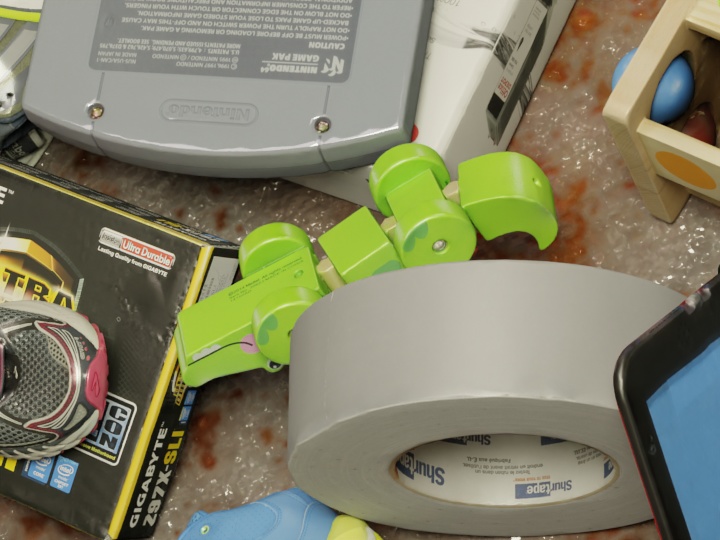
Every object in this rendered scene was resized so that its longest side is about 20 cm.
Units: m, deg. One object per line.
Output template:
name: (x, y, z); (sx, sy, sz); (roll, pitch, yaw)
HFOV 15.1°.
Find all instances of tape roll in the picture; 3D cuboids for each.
tape roll: (0.066, 0.063, 1.249); (0.200, 0.200, 0.066); (-6, 67, 15)

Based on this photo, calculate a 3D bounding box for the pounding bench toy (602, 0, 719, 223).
pounding bench toy: (0.228, -0.111, 1.317); (0.156, 0.124, 0.200); (25, 77, 26)

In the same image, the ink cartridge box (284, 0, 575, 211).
ink cartridge box: (0.022, -0.135, 1.416); (0.147, 0.083, 0.200); (20, 75, 23)

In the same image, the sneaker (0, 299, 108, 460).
sneaker: (-0.216, 0.051, 1.349); (0.200, 0.075, 0.081); (3, 88, 24)

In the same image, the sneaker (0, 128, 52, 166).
sneaker: (-0.230, -0.071, 1.479); (0.200, 0.076, 0.081); (-35, 71, 2)

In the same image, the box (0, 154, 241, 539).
box: (-0.173, 0.031, 1.398); (0.200, 0.049, 0.160); (21, 98, 24)

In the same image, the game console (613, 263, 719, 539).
game console: (0.217, 0.091, 1.183); (0.172, 0.119, 0.200); (-17, 103, 9)

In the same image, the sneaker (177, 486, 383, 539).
sneaker: (-0.073, 0.183, 1.326); (0.200, 0.076, 0.105); (-38, 43, -1)

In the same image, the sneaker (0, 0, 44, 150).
sneaker: (-0.208, -0.104, 1.401); (0.200, 0.074, 0.081); (-5, 70, -16)

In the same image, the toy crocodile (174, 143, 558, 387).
toy crocodile: (0.000, 0.000, 1.309); (0.200, 0.062, 0.068); (-30, 37, 5)

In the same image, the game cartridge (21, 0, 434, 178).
game cartridge: (-0.065, -0.112, 1.360); (0.200, 0.040, 0.133); (5, 66, 14)
